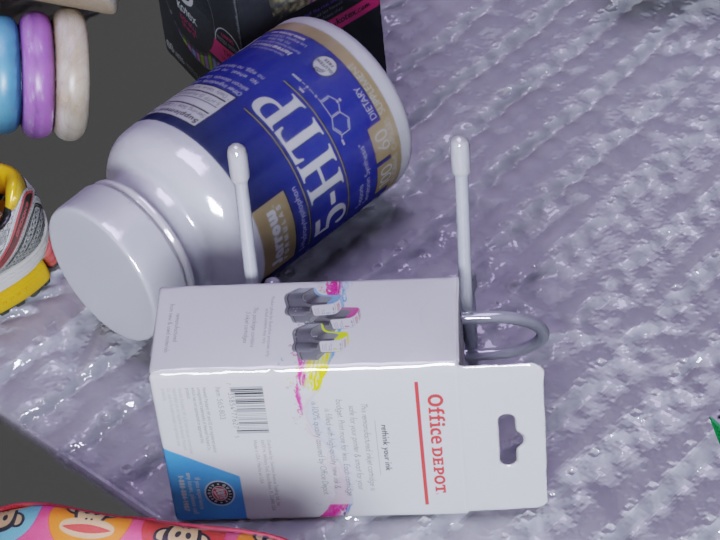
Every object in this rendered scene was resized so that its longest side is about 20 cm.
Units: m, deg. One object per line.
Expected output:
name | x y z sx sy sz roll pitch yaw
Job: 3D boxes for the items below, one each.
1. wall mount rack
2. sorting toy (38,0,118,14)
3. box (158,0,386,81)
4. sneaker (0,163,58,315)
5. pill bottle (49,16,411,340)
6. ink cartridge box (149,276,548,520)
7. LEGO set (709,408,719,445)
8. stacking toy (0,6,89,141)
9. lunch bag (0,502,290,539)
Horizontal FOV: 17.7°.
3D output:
wall mount rack | 0.000 0.000 1.244 0.199 0.174 0.075 -3 66 3
sorting toy | -0.245 -0.213 1.511 0.184 0.037 0.200 10 14 -7
box | -0.063 -0.206 1.453 0.106 0.200 0.122 -26 45 -21
sneaker | -0.265 0.006 1.336 0.078 0.082 0.200 27 53 31
pill bottle | -0.077 -0.050 1.346 0.120 0.120 0.200 30 54 33
ink cartridge box | -0.003 0.067 1.213 0.199 0.115 0.068 -1 44 4
LEGO set | 0.267 0.110 1.108 0.116 0.154 0.200 -36 41 -6
stacking toy | -0.271 -0.123 1.447 0.199 0.086 0.086 -1 41 -12
lunch bag | -0.121 0.203 1.105 0.199 0.082 0.176 7 45 13
